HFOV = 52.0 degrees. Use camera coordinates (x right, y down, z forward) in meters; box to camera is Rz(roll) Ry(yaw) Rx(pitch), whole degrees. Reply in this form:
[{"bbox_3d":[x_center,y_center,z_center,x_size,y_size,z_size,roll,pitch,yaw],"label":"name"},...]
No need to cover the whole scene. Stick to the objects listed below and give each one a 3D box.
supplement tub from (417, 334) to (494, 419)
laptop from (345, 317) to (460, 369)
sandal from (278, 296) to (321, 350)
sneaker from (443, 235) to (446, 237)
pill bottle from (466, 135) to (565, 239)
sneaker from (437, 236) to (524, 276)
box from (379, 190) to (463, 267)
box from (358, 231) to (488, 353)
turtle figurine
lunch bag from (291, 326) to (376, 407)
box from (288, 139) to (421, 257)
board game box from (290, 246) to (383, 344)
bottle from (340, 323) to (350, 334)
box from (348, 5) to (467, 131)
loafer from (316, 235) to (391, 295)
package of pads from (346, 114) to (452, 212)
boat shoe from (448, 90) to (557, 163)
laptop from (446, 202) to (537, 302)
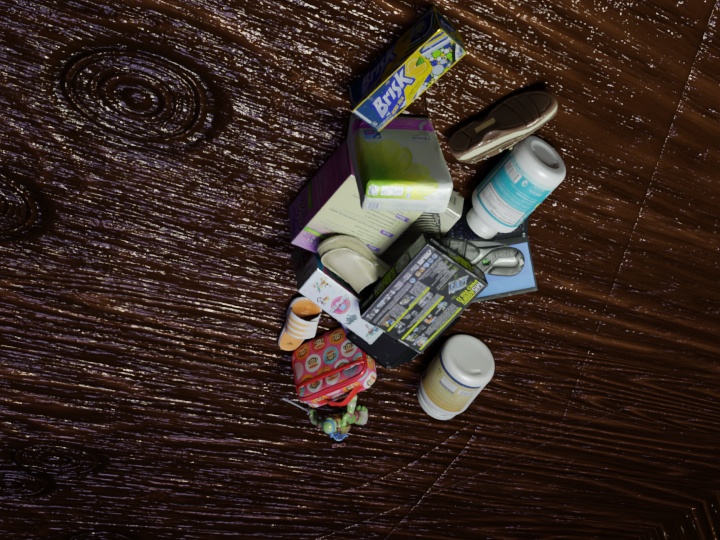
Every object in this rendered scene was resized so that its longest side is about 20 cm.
[{"bbox_3d":[0.235,0.272,1.858,0.142,0.146,0.201,8,138,-19],"label":"supplement tub"},{"bbox_3d":[0.099,0.129,1.672,0.199,0.104,0.177,38,119,-15],"label":"laptop"},{"bbox_3d":[-0.138,0.139,1.700,0.078,0.060,0.208,7,138,-18],"label":"sandal"},{"bbox_3d":[0.131,0.023,1.508,0.084,0.074,0.204,8,103,-49],"label":"sneaker"},{"bbox_3d":[0.285,-0.149,1.394,0.109,0.112,0.200,16,136,-26],"label":"pill bottle"},{"bbox_3d":[0.213,-0.030,1.455,0.196,0.115,0.077,6,101,-7],"label":"sneaker"},{"bbox_3d":[0.115,-0.082,1.463,0.081,0.069,0.201,30,129,-11],"label":"box"},{"bbox_3d":[0.116,0.046,1.385,0.159,0.045,0.200,30,116,-26],"label":"box"},{"bbox_3d":[-0.066,0.364,1.971,0.144,0.200,0.194,-49,156,5],"label":"turtle figurine"},{"bbox_3d":[-0.061,0.236,1.737,0.197,0.179,0.082,-25,142,17],"label":"lunch bag"},{"bbox_3d":[-0.011,-0.116,1.391,0.174,0.098,0.200,21,132,-31],"label":"box"},{"bbox_3d":[-0.041,0.035,1.466,0.199,0.148,0.064,36,107,-27],"label":"board game box"},{"bbox_3d":[-0.022,0.075,1.640,0.082,0.066,0.201,-19,139,7],"label":"bottle"},{"bbox_3d":[0.071,-0.320,1.189,0.069,0.065,0.199,27,128,-36],"label":"box"},{"bbox_3d":[0.000,0.000,1.400,0.198,0.069,0.075,29,128,-36],"label":"loafer"},{"bbox_3d":[0.065,-0.181,1.245,0.151,0.202,0.069,1,135,-12],"label":"package of pads"},{"bbox_3d":[0.257,-0.250,1.310,0.199,0.076,0.075,-20,153,23],"label":"boat shoe"},{"bbox_3d":[0.272,-0.043,1.523,0.174,0.105,0.202,-11,140,2],"label":"laptop"}]
